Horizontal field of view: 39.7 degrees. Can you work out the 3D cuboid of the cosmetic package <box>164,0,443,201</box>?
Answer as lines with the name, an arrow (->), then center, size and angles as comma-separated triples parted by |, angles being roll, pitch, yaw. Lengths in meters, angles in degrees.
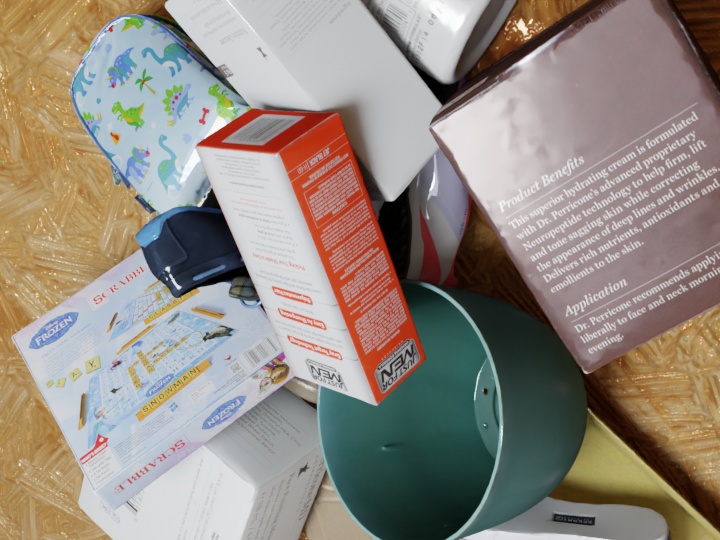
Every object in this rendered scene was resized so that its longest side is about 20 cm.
cosmetic package -> -0.036, -0.147, 0.714 | 0.200, 0.081, 0.113 | 49, 163, -17

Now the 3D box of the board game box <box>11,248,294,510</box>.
board game box -> -0.182, 0.073, 0.881 | 0.200, 0.199, 0.041 | 47, 167, 37

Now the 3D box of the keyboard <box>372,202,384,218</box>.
keyboard -> 0.000, 0.000, 0.854 | 0.056, 0.011, 0.203 | 18, 93, 13

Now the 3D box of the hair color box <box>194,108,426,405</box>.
hair color box -> -0.033, -0.010, 0.709 | 0.101, 0.061, 0.202 | 13, 131, 47

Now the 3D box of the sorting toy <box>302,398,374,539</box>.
sorting toy -> 0.015, 0.219, 0.993 | 0.183, 0.036, 0.203 | -5, 106, 27

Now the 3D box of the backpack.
backpack -> -0.147, -0.127, 0.841 | 0.163, 0.153, 0.201 | -48, 62, 21

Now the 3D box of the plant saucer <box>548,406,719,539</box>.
plant saucer -> 0.206, 0.228, 0.895 | 0.200, 0.048, 0.200 | 43, 124, 2

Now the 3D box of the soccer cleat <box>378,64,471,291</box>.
soccer cleat -> 0.062, -0.080, 0.812 | 0.068, 0.072, 0.203 | 23, 106, 54

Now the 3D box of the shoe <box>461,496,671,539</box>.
shoe -> 0.162, 0.247, 0.853 | 0.197, 0.071, 0.092 | 2, 111, 21

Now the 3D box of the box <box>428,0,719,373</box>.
box -> 0.177, -0.075, 0.684 | 0.165, 0.164, 0.201 | -30, 99, 23

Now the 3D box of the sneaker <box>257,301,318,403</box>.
sneaker -> -0.094, 0.050, 0.954 | 0.198, 0.070, 0.076 | 27, 103, 8

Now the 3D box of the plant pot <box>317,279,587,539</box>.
plant pot -> 0.087, 0.112, 0.805 | 0.199, 0.159, 0.204 | -4, 84, 47

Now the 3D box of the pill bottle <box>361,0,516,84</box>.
pill bottle -> 0.016, -0.236, 0.726 | 0.199, 0.114, 0.115 | 36, 123, 8

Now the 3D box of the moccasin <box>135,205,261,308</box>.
moccasin -> -0.093, -0.004, 0.783 | 0.080, 0.199, 0.069 | -35, 72, 35

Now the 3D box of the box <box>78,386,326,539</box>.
box -> -0.154, 0.193, 0.978 | 0.199, 0.130, 0.201 | 34, 125, 21
